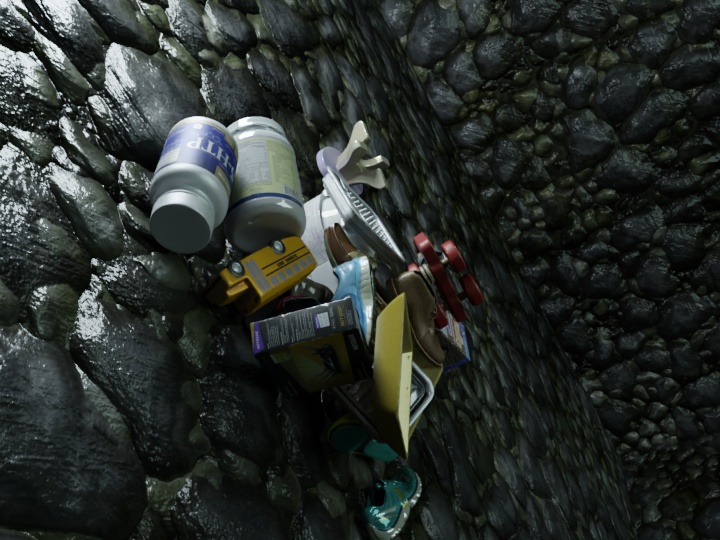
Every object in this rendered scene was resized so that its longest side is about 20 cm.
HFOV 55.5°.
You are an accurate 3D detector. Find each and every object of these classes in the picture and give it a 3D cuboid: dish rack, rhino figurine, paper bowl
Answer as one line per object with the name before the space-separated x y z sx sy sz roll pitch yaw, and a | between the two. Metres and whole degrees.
dish rack | 0.021 0.197 1.216 0.200 0.044 0.171 45 48 8
rhino figurine | -0.122 0.037 1.219 0.198 0.059 0.090 33 47 -30
paper bowl | -0.040 -0.071 1.464 0.201 0.102 0.204 49 26 -34
dish rack | 0.000 -0.097 1.339 0.199 0.043 0.173 40 15 -46

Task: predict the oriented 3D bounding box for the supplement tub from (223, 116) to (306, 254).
supplement tub | -0.175 -0.147 1.190 0.144 0.142 0.205 32 38 -51

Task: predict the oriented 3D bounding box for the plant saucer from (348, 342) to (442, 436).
plant saucer | 0.061 0.224 1.349 0.200 0.048 0.203 44 68 -38

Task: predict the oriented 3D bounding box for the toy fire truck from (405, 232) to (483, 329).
toy fire truck | 0.158 0.010 1.419 0.203 0.110 0.168 59 0 -21

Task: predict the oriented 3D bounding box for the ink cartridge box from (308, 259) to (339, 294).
ink cartridge box | -0.021 0.082 1.370 0.199 0.082 0.149 28 41 -54

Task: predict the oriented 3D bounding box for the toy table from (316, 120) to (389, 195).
toy table | -0.011 -0.264 1.710 0.188 0.115 0.199 66 22 5

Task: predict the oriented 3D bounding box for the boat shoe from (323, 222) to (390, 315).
boat shoe | 0.000 0.000 1.298 0.204 0.073 0.075 63 23 1

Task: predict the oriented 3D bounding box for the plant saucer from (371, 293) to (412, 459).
plant saucer | 0.051 0.173 1.100 0.202 0.047 0.205 76 17 -57

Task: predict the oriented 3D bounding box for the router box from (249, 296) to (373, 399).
router box | -0.067 0.124 1.045 0.201 0.152 0.054 72 4 -60

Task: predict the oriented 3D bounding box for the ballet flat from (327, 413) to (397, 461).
ballet flat | -0.003 0.292 1.229 0.199 0.067 0.067 34 15 -45

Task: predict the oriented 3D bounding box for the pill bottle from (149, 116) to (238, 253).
pill bottle | -0.253 -0.127 1.033 0.120 0.118 0.204 46 29 -35

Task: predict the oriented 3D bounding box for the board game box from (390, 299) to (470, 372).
board game box | 0.128 0.148 1.531 0.199 0.157 0.099 41 32 -41

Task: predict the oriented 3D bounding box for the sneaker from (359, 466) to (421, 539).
sneaker | 0.054 0.402 1.221 0.081 0.077 0.200 53 23 -1

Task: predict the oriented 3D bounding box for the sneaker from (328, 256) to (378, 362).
sneaker | -0.015 0.079 1.215 0.079 0.087 0.206 63 22 -64

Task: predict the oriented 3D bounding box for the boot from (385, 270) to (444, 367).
boot | 0.125 0.093 1.318 0.204 0.074 0.074 61 12 -16

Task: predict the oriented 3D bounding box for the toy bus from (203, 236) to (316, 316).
toy bus | -0.158 0.009 1.102 0.079 0.065 0.199 54 37 1

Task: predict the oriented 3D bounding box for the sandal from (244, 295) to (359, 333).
sandal | -0.094 0.070 1.128 0.193 0.046 0.077 -2 55 -15
